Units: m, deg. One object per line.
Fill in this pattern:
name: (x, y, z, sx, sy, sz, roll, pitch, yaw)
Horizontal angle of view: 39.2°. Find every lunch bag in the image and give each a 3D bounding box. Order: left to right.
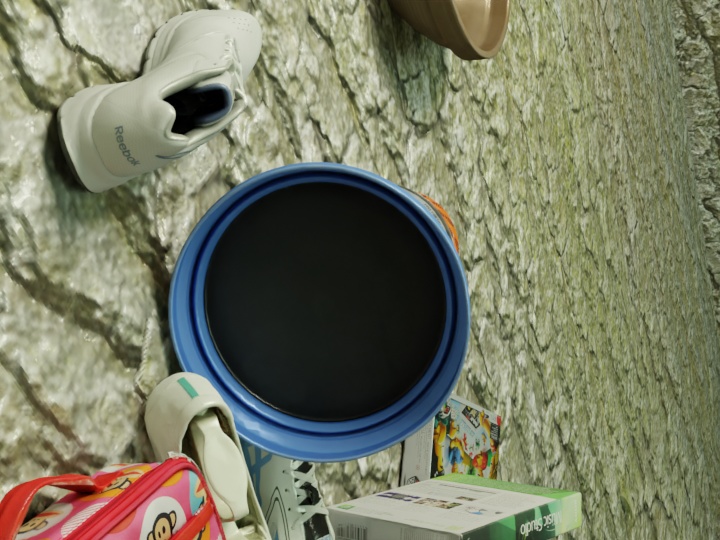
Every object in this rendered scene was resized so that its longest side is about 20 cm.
lunch bag: (-0.147, 0.192, 0.547, 0.200, 0.081, 0.178, -39, 118, -60)

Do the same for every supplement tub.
supplement tub: (0.000, 0.000, 0.799, 0.200, 0.121, 0.124, -27, 112, -60)

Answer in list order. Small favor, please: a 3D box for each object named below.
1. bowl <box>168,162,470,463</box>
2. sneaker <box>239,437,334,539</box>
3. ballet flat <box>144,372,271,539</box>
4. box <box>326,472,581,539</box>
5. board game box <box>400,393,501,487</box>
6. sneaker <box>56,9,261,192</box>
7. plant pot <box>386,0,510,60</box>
bowl: (-0.026, 0.027, 0.672, 0.039, 0.198, 0.203, -71, 152, -74)
sneaker: (-0.049, 0.172, 0.744, 0.072, 0.072, 0.203, 0, 87, -61)
ballet flat: (-0.088, 0.164, 0.655, 0.069, 0.069, 0.202, -38, 117, -58)
box: (0.085, 0.216, 0.885, 0.199, 0.143, 0.037, -2, 91, -50)
board game box: (0.099, 0.202, 1.076, 0.200, 0.034, 0.128, 31, 61, -59)
sneaker: (-0.103, -0.112, 0.642, 0.201, 0.086, 0.075, -61, 137, -48)
plant pot: (0.077, -0.308, 1.011, 0.200, 0.092, 0.204, 12, 76, -62)
